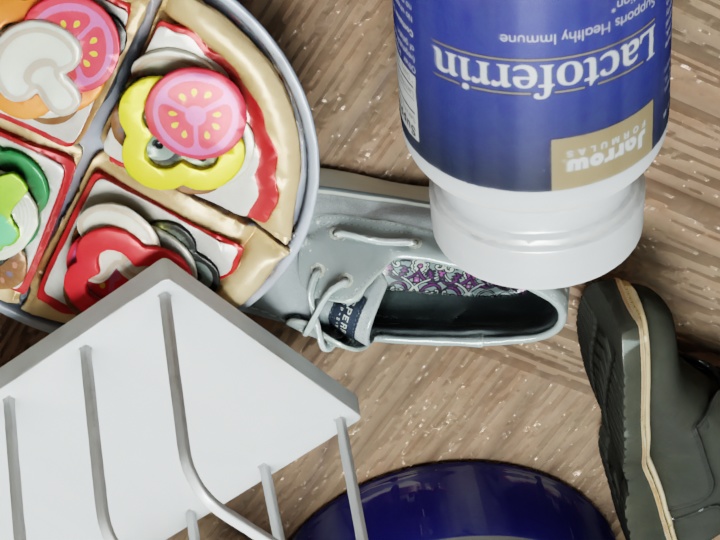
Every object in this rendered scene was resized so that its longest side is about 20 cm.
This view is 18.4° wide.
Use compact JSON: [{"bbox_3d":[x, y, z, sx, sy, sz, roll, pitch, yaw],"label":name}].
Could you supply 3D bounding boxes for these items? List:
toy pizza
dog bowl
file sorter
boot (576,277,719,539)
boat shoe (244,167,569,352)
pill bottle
[{"bbox_3d":[-0.117,-0.048,0.954,0.200,0.032,0.200,4,123,7],"label":"toy pizza"},{"bbox_3d":[0.050,0.198,1.185,0.200,0.079,0.200,-4,130,-5],"label":"dog bowl"},{"bbox_3d":[-0.110,0.120,0.987,0.200,0.125,0.139,-33,134,21],"label":"file sorter"},{"bbox_3d":[0.186,0.059,1.101,0.138,0.078,0.200,-16,143,0],"label":"boot"},{"bbox_3d":[0.000,0.001,1.018,0.200,0.072,0.070,2,130,-8],"label":"boat shoe"},{"bbox_3d":[0.072,-0.096,0.921,0.116,0.116,0.200,-7,130,-2],"label":"pill bottle"}]
